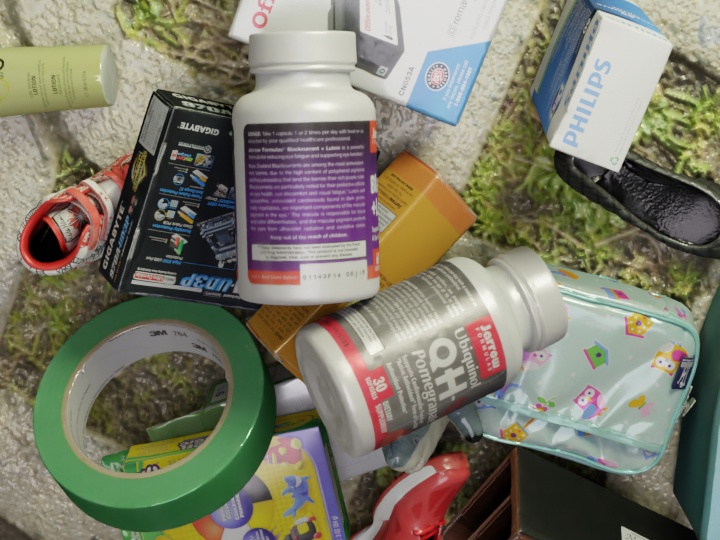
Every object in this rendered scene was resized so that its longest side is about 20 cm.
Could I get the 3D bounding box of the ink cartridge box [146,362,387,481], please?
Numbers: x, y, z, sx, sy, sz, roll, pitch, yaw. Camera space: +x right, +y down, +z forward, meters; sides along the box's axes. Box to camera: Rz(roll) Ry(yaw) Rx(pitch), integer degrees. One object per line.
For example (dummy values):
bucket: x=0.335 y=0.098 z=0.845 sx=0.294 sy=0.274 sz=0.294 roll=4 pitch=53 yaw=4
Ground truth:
ink cartridge box: x=-0.074 y=0.142 z=1.448 sx=0.198 sy=0.059 sz=0.105 roll=-19 pitch=106 yaw=7

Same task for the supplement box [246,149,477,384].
supplement box: x=0.000 y=0.000 z=1.363 sx=0.200 sy=0.069 sz=0.067 roll=-48 pitch=129 yaw=-3

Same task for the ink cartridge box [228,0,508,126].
ink cartridge box: x=0.011 y=-0.223 z=1.320 sx=0.198 sy=0.084 sz=0.146 roll=21 pitch=107 yaw=-5

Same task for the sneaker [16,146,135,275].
sneaker: x=-0.192 y=-0.061 z=1.358 sx=0.201 sy=0.108 sz=0.068 roll=-33 pitch=91 yaw=11

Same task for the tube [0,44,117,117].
tube: x=-0.302 y=-0.154 z=1.370 sx=0.198 sy=0.052 sz=0.059 roll=-2 pitch=67 yaw=7

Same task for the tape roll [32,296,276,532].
tape roll: x=-0.171 y=0.116 z=1.377 sx=0.199 sy=0.202 sz=0.048 roll=-13 pitch=145 yaw=6

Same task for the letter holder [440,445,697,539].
letter holder: x=0.179 y=0.267 z=1.431 sx=0.199 sy=0.101 sz=0.142 roll=27 pitch=126 yaw=-16

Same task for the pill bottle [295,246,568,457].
pill bottle: x=0.058 y=0.057 z=1.296 sx=0.199 sy=0.111 sz=0.112 roll=-25 pitch=107 yaw=-15

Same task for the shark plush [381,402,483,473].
shark plush: x=0.049 y=0.070 z=1.378 sx=0.090 sy=0.083 sz=0.202 roll=-4 pitch=74 yaw=40

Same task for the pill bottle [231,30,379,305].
pill bottle: x=-0.042 y=-0.079 z=1.260 sx=0.110 sy=0.111 sz=0.202 roll=-1 pitch=96 yaw=2

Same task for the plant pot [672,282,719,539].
plant pot: x=0.350 y=0.113 z=1.394 sx=0.140 sy=0.141 sz=0.202 roll=2 pitch=100 yaw=1

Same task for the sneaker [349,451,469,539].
sneaker: x=0.055 y=0.252 z=1.429 sx=0.116 sy=0.078 sz=0.200 roll=58 pitch=135 yaw=27

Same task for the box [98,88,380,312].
box: x=-0.096 y=-0.050 z=1.349 sx=0.199 sy=0.046 sz=0.160 roll=8 pitch=110 yaw=-33

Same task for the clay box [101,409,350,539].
clay box: x=-0.117 y=0.196 z=1.409 sx=0.198 sy=0.048 sz=0.116 roll=-12 pitch=105 yaw=5

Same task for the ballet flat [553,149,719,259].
ballet flat: x=0.250 y=-0.055 z=1.381 sx=0.199 sy=0.057 sz=0.067 roll=23 pitch=107 yaw=-6

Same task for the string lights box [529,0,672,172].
string lights box: x=0.181 y=-0.155 z=1.277 sx=0.058 sy=0.200 sz=0.103 roll=20 pitch=107 yaw=-5

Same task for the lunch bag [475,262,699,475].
lunch bag: x=0.187 y=0.086 z=1.415 sx=0.198 sy=0.077 sz=0.162 roll=16 pitch=106 yaw=-3
